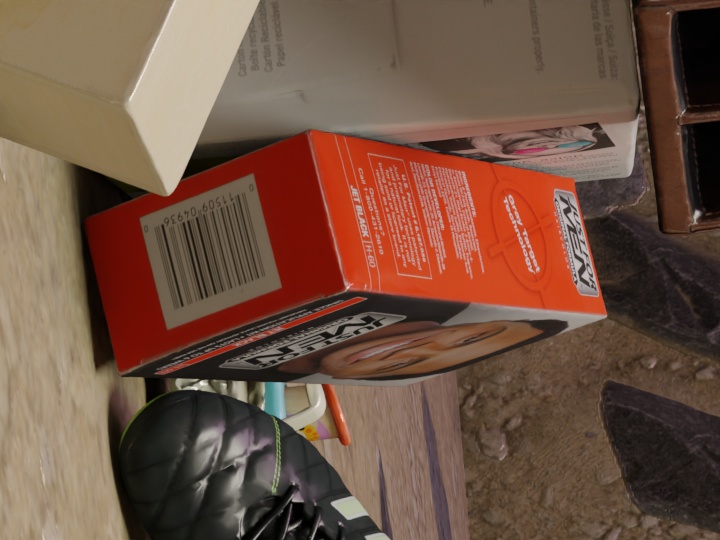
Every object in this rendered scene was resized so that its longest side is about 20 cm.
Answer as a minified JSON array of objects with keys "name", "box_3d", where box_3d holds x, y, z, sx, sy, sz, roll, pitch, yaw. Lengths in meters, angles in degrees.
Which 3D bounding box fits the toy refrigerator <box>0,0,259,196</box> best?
[{"name":"toy refrigerator","box_3d":[-0.052,-0.132,0.806,0.076,0.070,0.200,72,40,-72]}]

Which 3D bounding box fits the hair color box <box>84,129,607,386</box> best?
[{"name":"hair color box","box_3d":[0.000,0.000,1.031,0.200,0.101,0.061,5,68,-59]}]

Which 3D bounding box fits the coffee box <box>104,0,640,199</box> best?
[{"name":"coffee box","box_3d":[-0.003,-0.134,1.069,0.198,0.200,0.200,48,37,-82]}]

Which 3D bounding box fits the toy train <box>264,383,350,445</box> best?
[{"name":"toy train","box_3d":[-0.041,0.009,1.295,0.150,0.056,0.200,-88,169,-63]}]

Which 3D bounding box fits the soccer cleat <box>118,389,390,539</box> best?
[{"name":"soccer cleat","box_3d":[-0.007,0.115,1.010,0.200,0.068,0.081,47,-14,-28]}]

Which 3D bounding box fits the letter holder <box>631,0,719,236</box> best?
[{"name":"letter holder","box_3d":[0.163,-0.121,0.970,0.200,0.142,0.101,-89,170,-47]}]

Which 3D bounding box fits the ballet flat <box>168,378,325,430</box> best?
[{"name":"ballet flat","box_3d":[-0.045,0.068,1.079,0.072,0.072,0.200,71,13,-69]}]
